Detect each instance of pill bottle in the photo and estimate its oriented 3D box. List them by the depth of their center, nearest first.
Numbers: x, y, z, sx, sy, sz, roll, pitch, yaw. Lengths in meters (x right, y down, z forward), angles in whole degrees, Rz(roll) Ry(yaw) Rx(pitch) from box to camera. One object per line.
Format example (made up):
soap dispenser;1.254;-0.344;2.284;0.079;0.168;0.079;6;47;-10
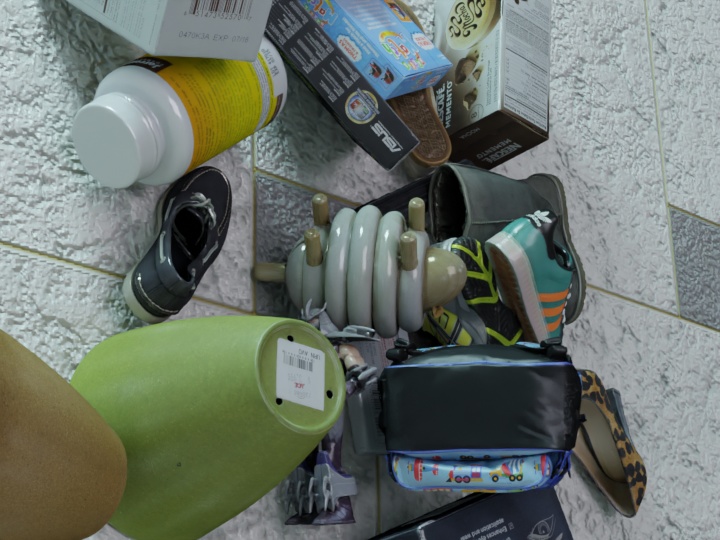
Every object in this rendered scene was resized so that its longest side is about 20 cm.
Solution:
pill bottle;-0.162;-0.146;1.476;0.200;0.109;0.110;-37;98;-46

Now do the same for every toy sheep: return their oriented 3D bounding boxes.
toy sheep;0.000;0.000;1.531;0.138;0.198;0.139;6;90;-80

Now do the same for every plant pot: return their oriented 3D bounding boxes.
plant pot;-0.271;0.134;1.217;0.200;0.185;0.188;30;52;-48
plant pot;-0.111;0.111;1.345;0.186;0.199;0.189;19;59;-36

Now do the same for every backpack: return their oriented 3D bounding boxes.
backpack;0.117;0.132;1.512;0.200;0.181;0.136;24;65;-77

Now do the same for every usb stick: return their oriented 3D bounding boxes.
usb stick;0.050;-0.069;1.685;0.033;0.055;0.200;52;42;10

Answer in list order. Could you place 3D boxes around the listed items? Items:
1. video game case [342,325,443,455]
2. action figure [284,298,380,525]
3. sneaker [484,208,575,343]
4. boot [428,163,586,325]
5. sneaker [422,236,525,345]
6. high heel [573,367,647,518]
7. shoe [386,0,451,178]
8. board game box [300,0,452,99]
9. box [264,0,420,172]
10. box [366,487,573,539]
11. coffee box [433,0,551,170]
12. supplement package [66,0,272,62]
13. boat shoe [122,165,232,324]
video game case;0.050;0.084;1.641;0.181;0.023;0.202;5;68;-42
action figure;-0.037;0.125;1.471;0.069;0.130;0.202;4;80;-44
sneaker;0.186;0.020;1.673;0.080;0.071;0.201;-35;140;-13
boot;0.154;-0.024;1.721;0.200;0.072;0.183;-6;81;-59
sneaker;0.107;0.056;1.646;0.075;0.076;0.201;-46;123;-48
high heel;0.235;0.181;1.735;0.199;0.071;0.144;19;53;-48
shoe;0.043;-0.191;1.742;0.069;0.053;0.201;-9;72;-16
board game box;-0.006;-0.261;1.657;0.200;0.037;0.151;47;24;7
box;-0.036;-0.194;1.595;0.200;0.044;0.160;48;2;-18
box;0.112;0.314;1.529;0.196;0.117;0.201;-14;81;-46
coffee box;0.142;-0.221;1.798;0.080;0.113;0.201;24;58;-34
supplement package;-0.178;-0.271;1.437;0.116;0.200;0.118;-3;118;-43
boat shoe;-0.145;-0.033;1.462;0.073;0.063;0.201;43;38;-17
